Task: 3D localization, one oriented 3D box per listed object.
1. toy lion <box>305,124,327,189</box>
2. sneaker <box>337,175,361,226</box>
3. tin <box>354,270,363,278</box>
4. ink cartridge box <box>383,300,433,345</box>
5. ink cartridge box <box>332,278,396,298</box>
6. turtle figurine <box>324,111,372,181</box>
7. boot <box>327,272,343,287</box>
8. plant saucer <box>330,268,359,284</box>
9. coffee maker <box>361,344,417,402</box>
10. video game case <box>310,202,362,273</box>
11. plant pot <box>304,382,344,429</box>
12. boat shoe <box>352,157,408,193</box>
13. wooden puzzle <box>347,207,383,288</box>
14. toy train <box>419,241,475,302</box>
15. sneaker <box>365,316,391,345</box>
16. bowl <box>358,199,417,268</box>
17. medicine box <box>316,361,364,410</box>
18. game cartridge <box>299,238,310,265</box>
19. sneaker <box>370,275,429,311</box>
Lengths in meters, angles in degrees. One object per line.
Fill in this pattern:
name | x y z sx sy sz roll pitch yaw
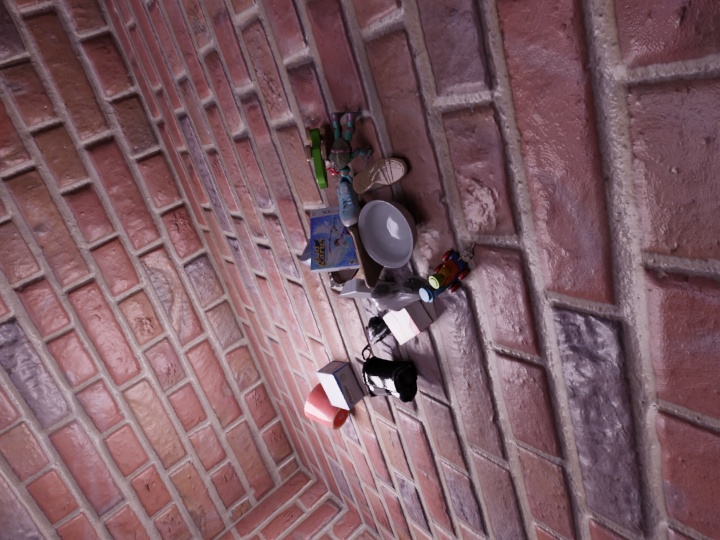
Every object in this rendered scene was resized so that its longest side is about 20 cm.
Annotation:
toy lion | -0.129 -0.341 1.650 0.203 0.066 0.197 -97 -1 -52
sneaker | -0.045 -0.221 1.589 0.083 0.072 0.204 55 -162 -40
tin | 0.000 0.000 1.864 0.113 0.041 0.203 51 150 25
ink cartridge box | 0.148 0.171 1.743 0.118 0.066 0.200 55 152 8
ink cartridge box | 0.009 0.065 1.785 0.198 0.155 0.049 -12 74 61
turtle figurine | -0.041 -0.352 1.516 0.144 0.101 0.208 6 109 21
boot | -0.120 0.001 2.002 0.197 0.066 0.136 7 108 55
plant saucer | -0.042 -0.050 1.793 0.198 0.031 0.207 -30 53 50
coffee maker | 0.100 0.387 1.936 0.197 0.135 0.194 -8 124 52
video game case | -0.078 -0.104 1.688 0.175 0.045 0.208 -6 78 21
plant pot | -0.158 0.696 2.640 0.174 0.200 0.205 24 138 32
boat shoe | 0.062 -0.271 1.479 0.196 0.064 0.074 -18 94 43
wooden puzzle | 0.017 -0.073 1.634 0.036 0.186 0.205 -12 113 22
toy train | 0.230 0.003 1.399 0.085 0.114 0.202 48 150 17
sneaker | 0.061 0.209 1.923 0.089 0.074 0.200 60 153 12
bowl | 0.094 -0.120 1.516 0.197 0.090 0.207 23 129 32
medicine box | -0.098 0.538 2.460 0.198 0.101 0.187 -12 106 61
game cartridge | -0.165 -0.087 1.962 0.041 0.137 0.198 27 162 -22
sneaker | 0.133 0.079 1.610 0.193 0.080 0.101 -8 136 14
